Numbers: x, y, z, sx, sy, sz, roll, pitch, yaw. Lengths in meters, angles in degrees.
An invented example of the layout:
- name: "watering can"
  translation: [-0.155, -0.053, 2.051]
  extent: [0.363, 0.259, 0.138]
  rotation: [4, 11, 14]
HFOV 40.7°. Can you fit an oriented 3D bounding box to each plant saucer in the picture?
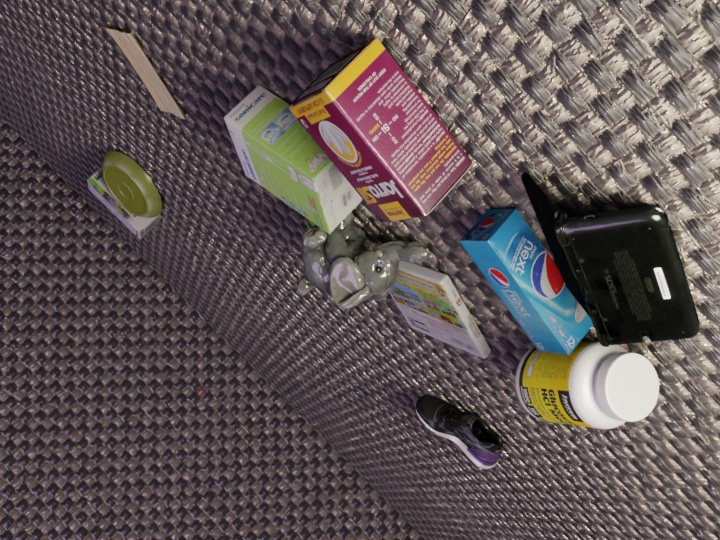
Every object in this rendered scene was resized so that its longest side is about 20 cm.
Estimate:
- name: "plant saucer"
  translation: [-0.586, -0.209, 2.455]
  extent: [0.198, 0.031, 0.202]
  rotation: [28, 144, 23]

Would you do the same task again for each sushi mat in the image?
- name: "sushi mat"
  translation: [-0.402, -0.371, 1.825]
  extent: [0.095, 0.012, 0.201]
  rotation: [23, 152, 46]

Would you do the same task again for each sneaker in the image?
- name: "sneaker"
  translation: [0.201, 0.299, 1.920]
  extent: [0.199, 0.076, 0.088]
  rotation: [35, 145, 17]

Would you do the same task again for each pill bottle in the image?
- name: "pill bottle"
  translation: [0.302, 0.152, 1.300]
  extent: [0.113, 0.113, 0.200]
  rotation: [48, 161, -12]

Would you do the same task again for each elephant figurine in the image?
- name: "elephant figurine"
  translation: [0.000, 0.000, 1.564]
  extent: [0.199, 0.141, 0.156]
  rotation: [38, 155, 30]

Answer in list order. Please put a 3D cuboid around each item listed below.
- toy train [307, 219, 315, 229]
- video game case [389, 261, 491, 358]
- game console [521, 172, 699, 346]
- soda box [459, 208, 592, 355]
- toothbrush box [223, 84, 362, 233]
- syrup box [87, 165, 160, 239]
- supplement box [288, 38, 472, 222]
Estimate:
- name: "toy train"
  translation: [-0.071, -0.062, 1.748]
  extent: [0.057, 0.042, 0.200]
  rotation: [49, 163, 15]
- name: "video game case"
  translation: [0.114, 0.055, 1.632]
  extent: [0.199, 0.023, 0.183]
  rotation: [21, 151, 51]
- name: "game console"
  translation: [0.287, -0.020, 1.119]
  extent: [0.174, 0.117, 0.201]
  rotation: [-8, 133, 29]
- name: "soda box"
  translation: [0.219, 0.015, 1.263]
  extent: [0.201, 0.064, 0.068]
  rotation: [51, 160, -20]
- name: "toothbrush box"
  translation: [-0.103, -0.172, 1.506]
  extent: [0.199, 0.086, 0.146]
  rotation: [34, 159, 27]
- name: "syrup box"
  translation: [-0.630, -0.186, 2.588]
  extent: [0.200, 0.079, 0.081]
  rotation: [44, 161, 1]
- name: "supplement box"
  translation: [0.024, -0.170, 1.219]
  extent: [0.200, 0.103, 0.131]
  rotation: [49, 160, -15]
